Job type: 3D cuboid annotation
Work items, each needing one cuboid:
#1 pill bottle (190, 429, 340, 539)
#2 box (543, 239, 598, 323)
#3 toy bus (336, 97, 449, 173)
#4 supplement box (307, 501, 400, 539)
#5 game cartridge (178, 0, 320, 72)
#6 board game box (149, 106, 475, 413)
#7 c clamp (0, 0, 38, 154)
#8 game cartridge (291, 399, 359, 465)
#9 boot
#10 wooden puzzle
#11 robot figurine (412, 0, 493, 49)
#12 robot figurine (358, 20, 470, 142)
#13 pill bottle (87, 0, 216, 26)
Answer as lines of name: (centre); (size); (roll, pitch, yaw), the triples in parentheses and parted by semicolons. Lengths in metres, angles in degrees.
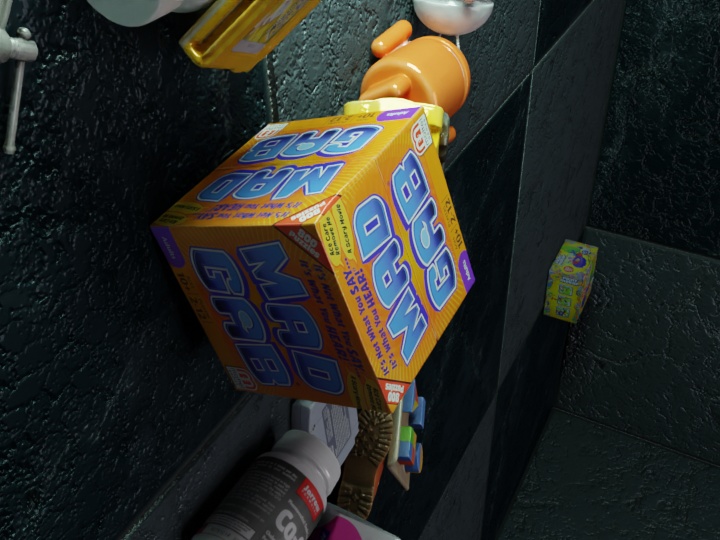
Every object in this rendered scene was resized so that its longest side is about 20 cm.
pill bottle: (-0.112, 0.301, 0.948); (0.200, 0.112, 0.115); (-48, 146, -45)
box: (0.724, 0.036, 2.634); (0.200, 0.120, 0.195); (-50, 146, -43)
toy bus: (0.032, -0.081, 0.902); (0.200, 0.133, 0.195); (87, 7, -73)
supplement box: (-0.041, 0.377, 1.044); (0.199, 0.102, 0.102); (-15, -131, 66)
game cartridge: (-0.056, -0.234, 0.632); (0.176, 0.032, 0.200); (-42, -173, 11)
board game box: (-0.035, -0.015, 0.744); (0.200, 0.198, 0.202); (-50, 130, -41)
c clamp: (-0.257, -0.160, 0.429); (0.199, 0.027, 0.174); (-4, 109, -66)
game cartridge: (-0.052, 0.228, 1.135); (0.133, 0.041, 0.202); (-48, 146, -38)
boot: (0.011, 0.319, 1.306); (0.107, 0.074, 0.203); (7, 99, -79)
wooden puzzle: (0.088, 0.288, 1.393); (0.201, 0.045, 0.188); (71, 22, -60)
robot figurine: (0.129, -0.406, 1.021); (0.170, 0.111, 0.203); (-102, -166, -62)
robot figurine: (0.074, -0.242, 1.008); (0.200, 0.143, 0.117); (-44, 165, -48)
pill bottle: (-0.119, -0.262, 0.565); (0.200, 0.112, 0.115); (-51, 148, -42)
